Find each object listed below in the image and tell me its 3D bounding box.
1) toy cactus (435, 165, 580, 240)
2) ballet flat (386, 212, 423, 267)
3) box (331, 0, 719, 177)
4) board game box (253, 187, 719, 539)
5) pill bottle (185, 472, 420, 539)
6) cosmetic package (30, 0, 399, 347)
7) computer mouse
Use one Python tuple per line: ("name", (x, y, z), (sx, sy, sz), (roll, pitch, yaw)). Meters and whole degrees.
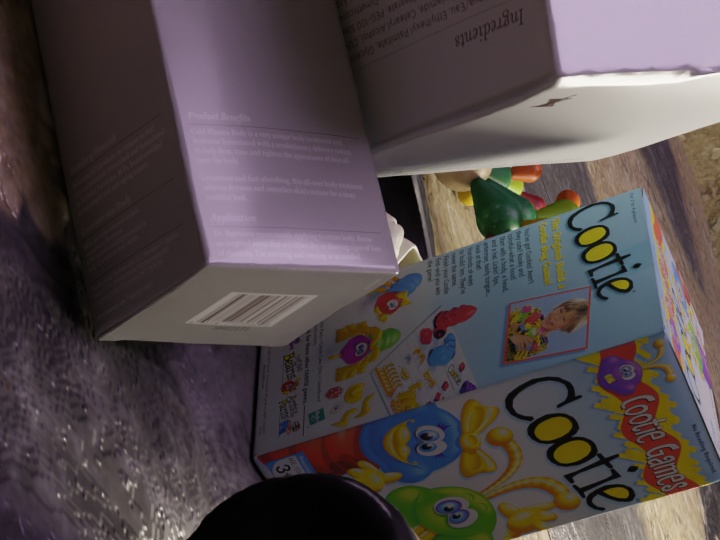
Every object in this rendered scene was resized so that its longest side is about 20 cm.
("toy cactus", (0.093, -0.051, 1.388), (0.165, 0.102, 0.200), (47, 25, -16))
("ballet flat", (0.000, 0.000, 0.990), (0.200, 0.069, 0.070), (56, 21, -59))
("box", (0.084, -0.124, 0.822), (0.198, 0.199, 0.132), (-7, 84, -37))
("board game box", (0.061, 0.059, 0.894), (0.105, 0.198, 0.103), (-89, 155, -49))
("pill bottle", (0.007, 0.175, 0.740), (0.200, 0.111, 0.113), (56, 22, -46))
("cosmetic package", (-0.065, -0.078, 0.762), (0.106, 0.090, 0.202), (4, 64, -42))
("computer mouse", (0.022, -0.011, 1.138), (0.141, 0.046, 0.202), (-88, 167, -61))
